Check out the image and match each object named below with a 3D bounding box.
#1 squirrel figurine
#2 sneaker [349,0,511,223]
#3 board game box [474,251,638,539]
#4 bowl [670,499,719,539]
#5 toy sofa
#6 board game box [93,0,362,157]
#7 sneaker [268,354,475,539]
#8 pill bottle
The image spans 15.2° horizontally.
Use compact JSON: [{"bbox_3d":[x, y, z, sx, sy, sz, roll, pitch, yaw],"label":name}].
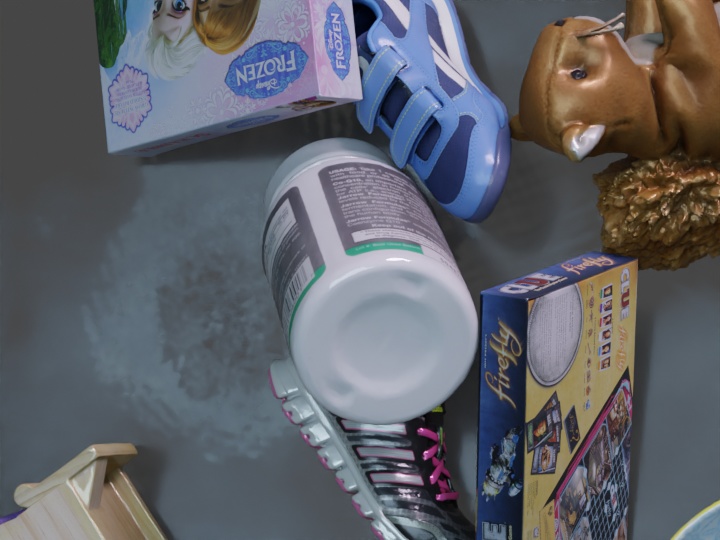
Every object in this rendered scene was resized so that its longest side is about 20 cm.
[{"bbox_3d":[0.189,-0.086,1.636,0.186,0.141,0.201,-16,111,-21],"label":"squirrel figurine"},{"bbox_3d":[0.032,-0.106,1.676,0.074,0.082,0.200,-60,38,33],"label":"sneaker"},{"bbox_3d":[0.118,0.099,1.625,0.035,0.135,0.201,9,105,33],"label":"board game box"},{"bbox_3d":[0.267,0.227,1.626,0.199,0.108,0.201,-1,85,12],"label":"bowl"},{"bbox_3d":[-0.145,0.215,1.722,0.097,0.083,0.200,-36,79,11],"label":"toy sofa"},{"bbox_3d":[-0.092,-0.188,1.718,0.200,0.041,0.200,-13,81,43],"label":"board game box"},{"bbox_3d":[0.030,0.111,1.700,0.087,0.074,0.200,-43,74,11],"label":"sneaker"},{"bbox_3d":[0.000,0.000,1.644,0.113,0.200,0.113,-4,117,-8],"label":"pill bottle"}]
